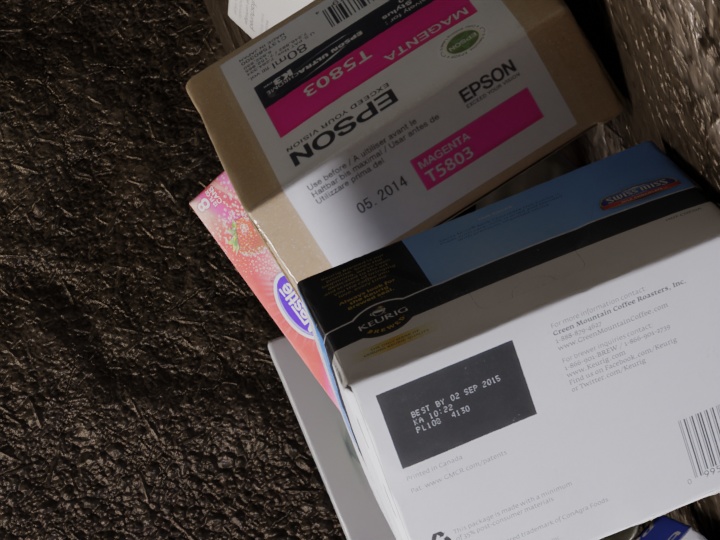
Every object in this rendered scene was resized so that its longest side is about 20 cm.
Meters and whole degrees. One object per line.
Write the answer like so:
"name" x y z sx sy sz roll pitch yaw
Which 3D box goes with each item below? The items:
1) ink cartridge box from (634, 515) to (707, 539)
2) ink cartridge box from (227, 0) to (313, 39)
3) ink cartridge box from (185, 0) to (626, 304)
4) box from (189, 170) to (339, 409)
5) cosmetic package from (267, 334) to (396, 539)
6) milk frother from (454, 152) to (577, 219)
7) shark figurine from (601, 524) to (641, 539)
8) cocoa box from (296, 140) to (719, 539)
"ink cartridge box" 0.138 0.237 1.516 0.044 0.200 0.094 43 176 -3
"ink cartridge box" 0.005 -0.157 1.545 0.200 0.067 0.116 44 145 31
"ink cartridge box" 0.019 -0.094 1.348 0.075 0.200 0.165 57 -178 -32
"box" 0.000 0.000 1.585 0.200 0.103 0.095 54 -152 7
"cosmetic package" 0.068 0.117 1.757 0.123 0.199 0.200 73 175 -66
"milk frother" 0.104 0.011 1.414 0.181 0.199 0.189 69 -157 -53
"shark figurine" 0.122 0.105 1.628 0.128 0.089 0.215 75 -176 -72
"cocoa box" 0.089 0.046 1.220 0.131 0.199 0.134 -121 10 -65
